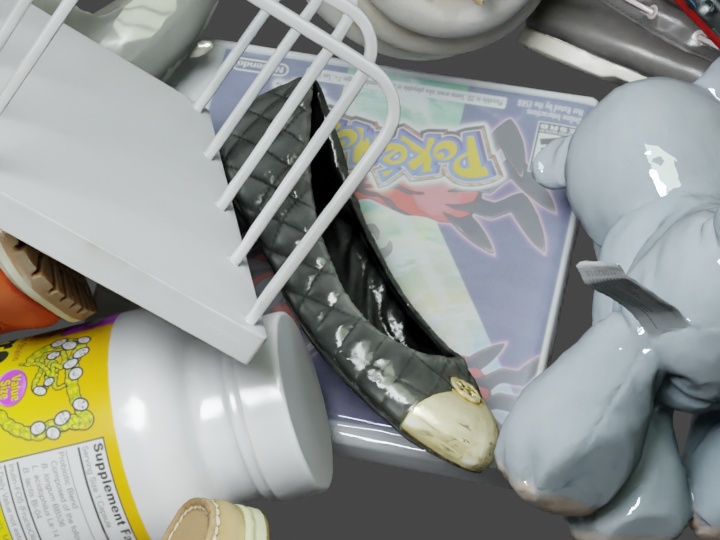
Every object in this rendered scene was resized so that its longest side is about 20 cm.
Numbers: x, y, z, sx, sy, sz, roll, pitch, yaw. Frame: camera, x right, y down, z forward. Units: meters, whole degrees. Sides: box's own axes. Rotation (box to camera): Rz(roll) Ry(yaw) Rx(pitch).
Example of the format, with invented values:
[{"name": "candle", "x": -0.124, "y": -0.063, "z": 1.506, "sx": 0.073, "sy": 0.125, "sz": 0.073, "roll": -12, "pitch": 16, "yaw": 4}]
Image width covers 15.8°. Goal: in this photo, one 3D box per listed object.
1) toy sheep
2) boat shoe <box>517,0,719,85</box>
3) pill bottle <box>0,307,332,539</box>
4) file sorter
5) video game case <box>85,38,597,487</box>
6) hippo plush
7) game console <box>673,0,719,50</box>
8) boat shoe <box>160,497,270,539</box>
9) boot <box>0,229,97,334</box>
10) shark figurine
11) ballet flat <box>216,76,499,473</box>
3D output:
[{"name": "toy sheep", "x": 0.027, "y": -0.157, "z": 1.137, "sx": 0.137, "sy": 0.200, "sz": 0.139, "roll": -1, "pitch": 94, "yaw": -17}, {"name": "boat shoe", "x": 0.164, "y": -0.092, "z": 1.133, "sx": 0.199, "sy": 0.067, "sz": 0.057, "roll": 23, "pitch": 97, "yaw": 18}, {"name": "pill bottle", "x": -0.116, "y": 0.075, "z": 1.036, "sx": 0.199, "sy": 0.104, "sz": 0.105, "roll": -14, "pitch": 61, "yaw": 10}, {"name": "file sorter", "x": -0.077, "y": -0.089, "z": 0.988, "sx": 0.125, "sy": 0.138, "sz": 0.200, "roll": -53, "pitch": 25, "yaw": 18}, {"name": "video game case", "x": -0.009, "y": -0.009, "z": 1.127, "sx": 0.198, "sy": 0.023, "sz": 0.183, "roll": 10, "pitch": 64, "yaw": 10}, {"name": "hippo plush", "x": 0.114, "y": 0.006, "z": 1.045, "sx": 0.159, "sy": 0.200, "sz": 0.161, "roll": -29, "pitch": 43, "yaw": 10}, {"name": "game console", "x": 0.220, "y": -0.139, "z": 1.073, "sx": 0.173, "sy": 0.199, "sz": 0.119, "roll": 51, "pitch": 118, "yaw": 26}, {"name": "boat shoe", "x": -0.097, "y": 0.162, "z": 0.929, "sx": 0.066, "sy": 0.074, "sz": 0.201, "roll": 33, "pitch": 65, "yaw": -17}, {"name": "boot", "x": -0.166, "y": 0.005, "z": 1.035, "sx": 0.107, "sy": 0.200, "sz": 0.075, "roll": -26, "pitch": 92, "yaw": -8}, {"name": "shark figurine", "x": -0.107, "y": -0.120, "z": 1.132, "sx": 0.215, "sy": 0.089, "sz": 0.128, "roll": -50, "pitch": 46, "yaw": -1}, {"name": "ballet flat", "x": 0.000, "y": 0.000, "z": 1.060, "sx": 0.057, "sy": 0.066, "sz": 0.200, "roll": -43, "pitch": 60, "yaw": 15}]
